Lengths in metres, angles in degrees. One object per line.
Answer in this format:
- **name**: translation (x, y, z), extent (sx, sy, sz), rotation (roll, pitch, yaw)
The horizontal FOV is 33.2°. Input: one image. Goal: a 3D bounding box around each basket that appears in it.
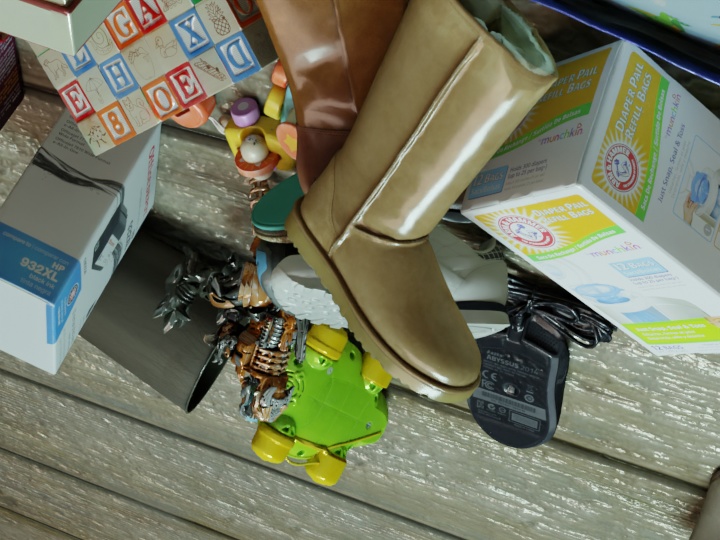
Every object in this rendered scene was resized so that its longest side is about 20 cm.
- **basket**: translation (-0.218, 0.030, 1.188), extent (0.198, 0.137, 0.180), rotation (31, 169, 1)

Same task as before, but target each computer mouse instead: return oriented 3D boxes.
- **computer mouse**: translation (0.147, 0.076, 1.052), extent (0.137, 0.053, 0.202), rotation (20, 137, 16)

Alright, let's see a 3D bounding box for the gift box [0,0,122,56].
- **gift box**: translation (-0.213, -0.257, 0.713), extent (0.198, 0.185, 0.188), rotation (22, 141, 15)

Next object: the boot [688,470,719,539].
- **boot**: translation (0.327, 0.273, 1.104), extent (0.069, 0.147, 0.201), rotation (23, 149, 10)

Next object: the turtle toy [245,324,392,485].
- **turtle toy**: translation (-0.037, 0.129, 1.203), extent (0.199, 0.147, 0.101), rotation (32, 176, -41)

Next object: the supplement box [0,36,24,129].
- **supplement box**: translation (-0.356, -0.195, 1.000), extent (0.109, 0.086, 0.201), rotation (24, 150, 5)

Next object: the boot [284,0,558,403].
- **boot**: translation (0.050, -0.045, 0.697), extent (0.175, 0.066, 0.201), rotation (47, 127, 14)

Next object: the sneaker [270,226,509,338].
- **sneaker**: translation (0.024, 0.003, 0.931), extent (0.197, 0.082, 0.076), rotation (8, 165, -25)

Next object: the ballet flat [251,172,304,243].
- **ballet flat**: translation (0.007, -0.057, 0.906), extent (0.198, 0.071, 0.065), rotation (-21, 136, 33)

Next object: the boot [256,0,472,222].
- **boot**: translation (0.035, -0.131, 0.787), extent (0.185, 0.069, 0.203), rotation (-11, 111, 5)

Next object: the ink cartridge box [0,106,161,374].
- **ink cartridge box**: translation (-0.254, -0.035, 1.049), extent (0.083, 0.202, 0.146), rotation (24, 150, 0)

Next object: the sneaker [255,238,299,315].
- **sneaker**: translation (0.000, 0.000, 0.991), extent (0.081, 0.074, 0.198), rotation (-19, 159, 40)

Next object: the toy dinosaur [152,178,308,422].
- **toy dinosaur**: translation (-0.089, 0.023, 1.035), extent (0.134, 0.203, 0.102), rotation (2, 159, 41)

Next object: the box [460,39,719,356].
- **box**: translation (0.178, -0.038, 0.760), extent (0.199, 0.102, 0.112), rotation (33, 157, -27)

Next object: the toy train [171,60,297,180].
- **toy train**: translation (-0.093, -0.126, 0.927), extent (0.198, 0.056, 0.150), rotation (-9, 134, 46)

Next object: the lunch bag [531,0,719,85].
- **lunch bag**: translation (0.166, -0.166, 0.606), extent (0.168, 0.129, 0.200), rotation (25, 168, 2)

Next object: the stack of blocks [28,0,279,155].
- **stack of blocks**: translation (-0.145, -0.171, 0.859), extent (0.198, 0.059, 0.116), rotation (-17, 107, 42)
